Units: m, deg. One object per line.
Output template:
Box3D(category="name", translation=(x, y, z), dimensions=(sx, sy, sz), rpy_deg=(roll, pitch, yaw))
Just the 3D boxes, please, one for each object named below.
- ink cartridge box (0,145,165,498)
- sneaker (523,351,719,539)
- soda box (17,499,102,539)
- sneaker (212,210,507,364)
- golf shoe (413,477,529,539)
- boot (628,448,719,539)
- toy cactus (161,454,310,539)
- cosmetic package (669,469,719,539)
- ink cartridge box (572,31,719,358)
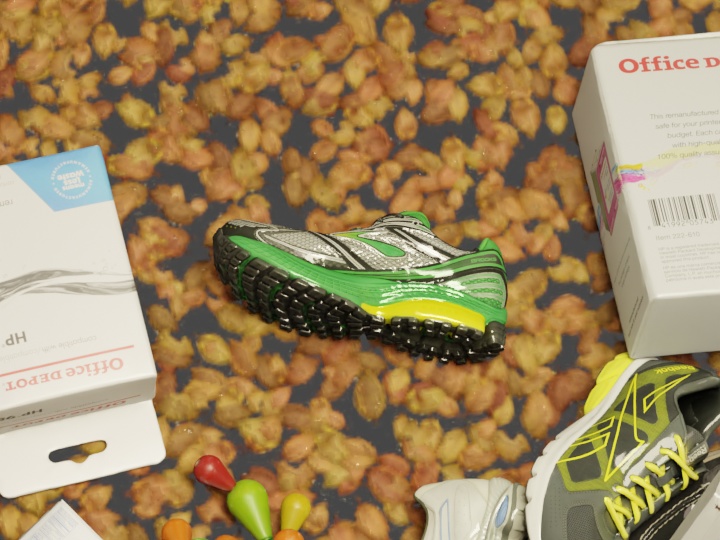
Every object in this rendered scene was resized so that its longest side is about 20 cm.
Box3D(category="ink cartridge box", translation=(-0.198, 0.032, 1.559), dimensions=(0.116, 0.067, 0.200), rpy_deg=(-13, 75, -11))
Box3D(category="sneaker", translation=(0.168, 0.121, 1.530), dimensions=(0.085, 0.075, 0.200), rpy_deg=(-3, 41, 36))
Box3D(category="soda box", translation=(-0.136, 0.236, 1.502), dimensions=(0.200, 0.068, 0.064), rpy_deg=(44, 73, 8))
Box3D(category="sneaker", translation=(0.000, 0.000, 1.596), dimensions=(0.200, 0.078, 0.085), rpy_deg=(14, 65, -12))
Box3D(category="golf shoe", translation=(0.057, 0.227, 1.540), dimensions=(0.097, 0.078, 0.200), rpy_deg=(7, 73, 24))
Box3D(category="boot", translation=(0.271, 0.158, 1.529), dimensions=(0.200, 0.151, 0.073), rpy_deg=(-22, 107, -17))
Box3D(category="toy cactus", translation=(-0.042, 0.203, 1.500), dimensions=(0.102, 0.200, 0.165), rpy_deg=(-45, 117, 9))
Box3D(category="cosmetic package", translation=(0.205, 0.212, 1.488), dimensions=(0.082, 0.200, 0.051), rpy_deg=(33, 35, 6))
Box3D(category="ink cartridge box", translation=(0.231, -0.053, 1.606), dimensions=(0.144, 0.085, 0.200), rpy_deg=(-5, 60, -9))
